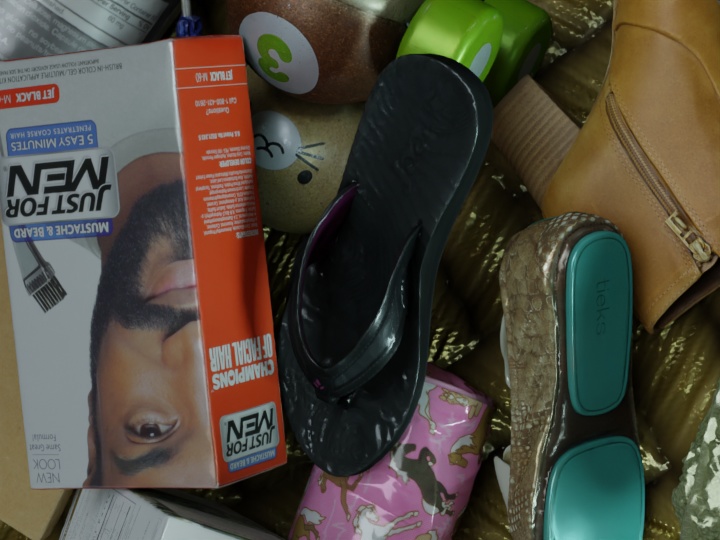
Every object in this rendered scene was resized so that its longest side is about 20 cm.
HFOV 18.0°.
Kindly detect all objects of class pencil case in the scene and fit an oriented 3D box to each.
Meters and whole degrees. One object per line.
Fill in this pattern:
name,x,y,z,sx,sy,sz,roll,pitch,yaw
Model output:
pencil case,-0.002,0.134,1.085,0.086,0.083,0.201,21,90,0

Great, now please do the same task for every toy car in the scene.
toy car,-0.030,-0.071,1.108,0.164,0.158,0.201,29,105,16

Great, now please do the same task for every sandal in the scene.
sandal,-0.001,-0.001,1.013,0.075,0.048,0.201,25,111,28

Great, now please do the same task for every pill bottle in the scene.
pill bottle,-0.156,-0.144,1.190,0.114,0.114,0.200,40,98,26

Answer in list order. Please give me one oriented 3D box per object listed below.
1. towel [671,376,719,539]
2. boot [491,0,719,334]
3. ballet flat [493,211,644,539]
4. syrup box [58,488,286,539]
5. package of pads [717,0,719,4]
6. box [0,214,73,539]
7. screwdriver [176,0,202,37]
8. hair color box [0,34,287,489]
towel,0.232,0.049,1.001,0.148,0.036,0.201,18,90,14
boot,0.167,-0.080,1.059,0.201,0.071,0.144,-47,71,14
ballet flat,0.094,0.071,1.057,0.065,0.070,0.201,13,104,55
syrup box,-0.087,0.148,1.057,0.079,0.200,0.082,20,85,-17
package of pads,0.215,-0.130,0.965,0.120,0.076,0.200,-38,71,13
box,-0.181,0.011,1.131,0.163,0.021,0.200,31,104,13
screwdriver,-0.087,-0.142,1.144,0.029,0.028,0.201,41,140,44
hair color box,-0.104,-0.003,1.047,0.111,0.064,0.201,-4,95,31
